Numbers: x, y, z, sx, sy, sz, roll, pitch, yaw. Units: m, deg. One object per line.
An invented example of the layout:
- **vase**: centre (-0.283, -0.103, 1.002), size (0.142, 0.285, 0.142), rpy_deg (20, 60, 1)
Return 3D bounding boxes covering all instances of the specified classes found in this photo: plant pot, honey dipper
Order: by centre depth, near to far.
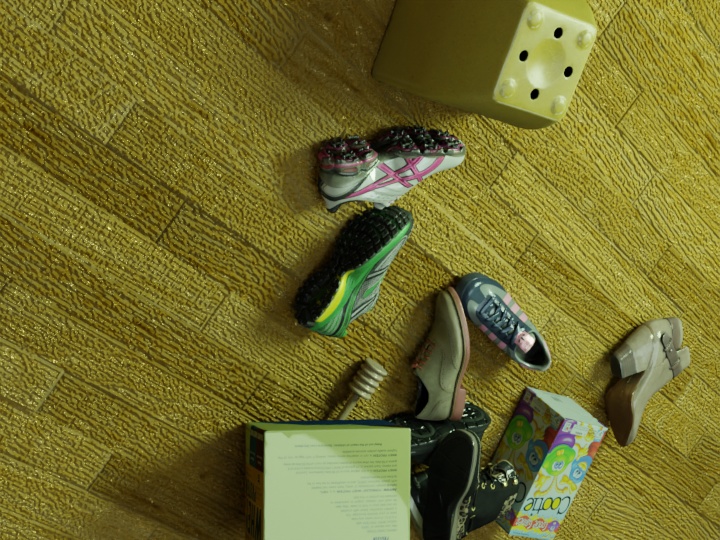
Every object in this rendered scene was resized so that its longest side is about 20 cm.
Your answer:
- **plant pot**: centre (0.165, -0.273, 1.350), size (0.193, 0.200, 0.197), rpy_deg (11, 108, -33)
- **honey dipper**: centre (-0.032, 0.214, 1.574), size (0.038, 0.038, 0.202), rpy_deg (27, 99, -37)

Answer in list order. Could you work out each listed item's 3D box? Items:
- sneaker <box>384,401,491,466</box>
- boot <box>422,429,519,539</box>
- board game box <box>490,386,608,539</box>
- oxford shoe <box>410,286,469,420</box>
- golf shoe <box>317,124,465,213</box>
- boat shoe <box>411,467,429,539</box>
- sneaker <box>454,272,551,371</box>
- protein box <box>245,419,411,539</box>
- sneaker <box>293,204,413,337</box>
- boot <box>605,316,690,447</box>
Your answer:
- **sneaker**: centre (0.102, 0.256, 1.653), size (0.197, 0.076, 0.092), rpy_deg (-4, 121, -27)
- **boot**: centre (0.169, 0.308, 1.656), size (0.149, 0.073, 0.203), rpy_deg (-13, 118, -44)
- **board game box**: centre (0.279, 0.302, 1.759), size (0.104, 0.103, 0.203), rpy_deg (15, 104, -35)
- **oxford shoe**: centre (0.109, 0.123, 1.593), size (0.073, 0.070, 0.204), rpy_deg (-5, 108, -14)
- **golf shoe**: centre (0.038, -0.127, 1.430), size (0.197, 0.073, 0.093), rpy_deg (-10, 124, -15)
- **boat shoe**: centre (0.117, 0.385, 1.723), size (0.067, 0.072, 0.202), rpy_deg (-31, 122, -13)
- **sneaker**: centre (0.211, 0.075, 1.621), size (0.070, 0.082, 0.200), rpy_deg (-50, 128, 1)
- **protein box**: centre (-0.046, 0.303, 1.476), size (0.195, 0.135, 0.204), rpy_deg (1, 87, -16)
- **sneaker**: centre (0.000, 0.000, 1.472), size (0.200, 0.078, 0.085), rpy_deg (-49, 135, 10)
- **boot**: centre (0.472, 0.175, 1.837), size (0.144, 0.070, 0.203), rpy_deg (-22, 123, -23)
